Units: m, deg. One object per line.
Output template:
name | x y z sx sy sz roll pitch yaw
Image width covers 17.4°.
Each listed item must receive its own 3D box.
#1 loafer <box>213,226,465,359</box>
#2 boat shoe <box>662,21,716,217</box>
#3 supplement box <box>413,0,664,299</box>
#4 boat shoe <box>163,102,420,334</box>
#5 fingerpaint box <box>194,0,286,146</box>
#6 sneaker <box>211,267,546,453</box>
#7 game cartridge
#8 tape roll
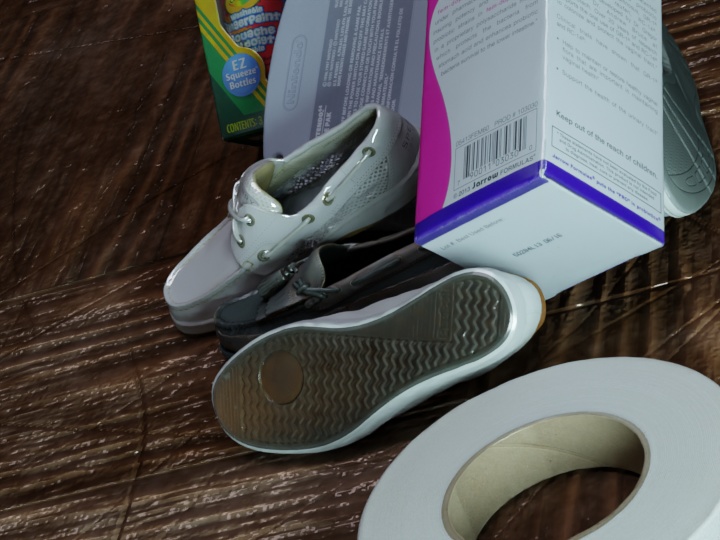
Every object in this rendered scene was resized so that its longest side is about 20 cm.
loafer | 0.000 0.000 1.379 0.199 0.063 0.072 -14 30 18
boat shoe | 0.165 -0.087 1.397 0.064 0.075 0.203 -28 29 18
supplement box | 0.101 -0.100 1.312 0.101 0.103 0.201 -26 50 41
boat shoe | -0.051 -0.038 1.435 0.199 0.069 0.071 -36 43 14
fingerpaint box | -0.010 -0.190 1.591 0.199 0.168 0.073 -13 -5 19
sneaker | 0.015 0.052 1.299 0.199 0.073 0.085 -19 -6 25
game cartridge | 0.002 -0.123 1.499 0.132 0.040 0.202 3 78 31
tape roll | 0.095 0.116 1.138 0.201 0.037 0.203 -18 29 10
